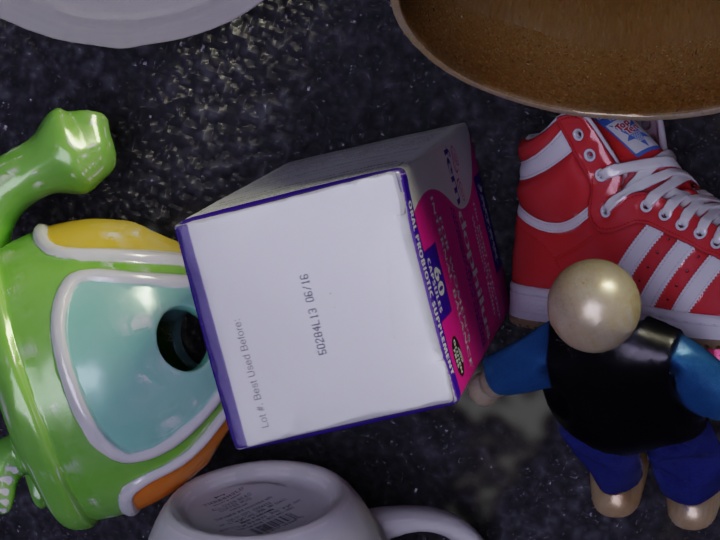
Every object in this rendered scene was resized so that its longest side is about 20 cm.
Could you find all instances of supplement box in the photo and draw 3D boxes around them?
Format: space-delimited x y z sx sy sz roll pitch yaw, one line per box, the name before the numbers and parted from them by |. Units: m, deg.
supplement box | 0.000 0.000 0.867 0.103 0.200 0.102 -13 98 12

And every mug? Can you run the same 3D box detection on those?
mug | -0.019 0.184 0.935 0.199 0.148 0.176 -14 110 -24

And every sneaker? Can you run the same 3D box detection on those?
sneaker | 0.151 -0.026 0.872 0.199 0.071 0.113 3 99 39

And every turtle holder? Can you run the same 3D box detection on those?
turtle holder | -0.130 0.029 0.943 0.131 0.141 0.186 -18 64 1

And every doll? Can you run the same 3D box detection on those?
doll | 0.115 0.058 0.861 0.136 0.200 0.049 7 63 20

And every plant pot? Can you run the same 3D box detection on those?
plant pot | 0.114 -0.196 0.813 0.185 0.187 0.201 2 68 11

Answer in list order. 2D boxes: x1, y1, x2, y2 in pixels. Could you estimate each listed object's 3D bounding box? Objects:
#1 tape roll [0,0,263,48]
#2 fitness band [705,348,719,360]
tape roll | -0.110 -0.201 0.862 0.201 0.071 0.203 -5 135 -5
fitness band | 0.250 -0.005 0.900 0.143 0.037 0.200 34 104 4
